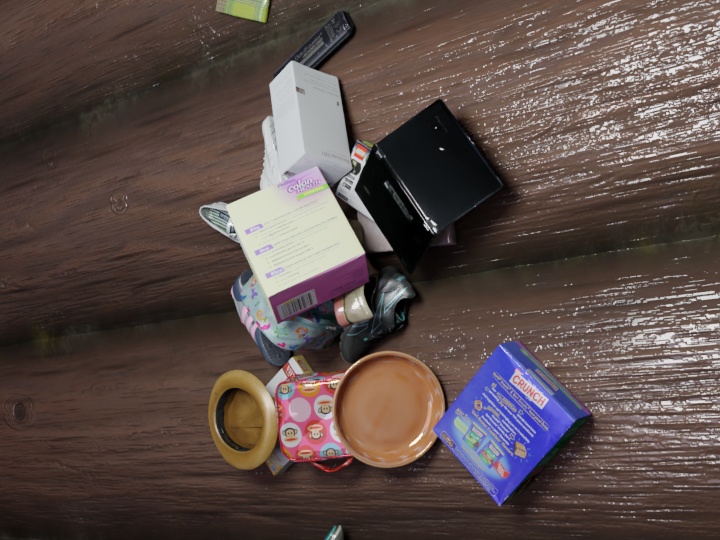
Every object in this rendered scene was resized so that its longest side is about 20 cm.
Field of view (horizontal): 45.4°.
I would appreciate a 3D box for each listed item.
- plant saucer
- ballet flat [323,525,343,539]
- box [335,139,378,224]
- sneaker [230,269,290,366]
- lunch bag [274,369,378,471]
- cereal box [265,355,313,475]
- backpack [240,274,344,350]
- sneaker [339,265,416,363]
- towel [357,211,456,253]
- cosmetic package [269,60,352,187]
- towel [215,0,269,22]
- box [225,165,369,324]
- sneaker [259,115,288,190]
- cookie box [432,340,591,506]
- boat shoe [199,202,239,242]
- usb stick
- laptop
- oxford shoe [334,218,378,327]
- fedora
[{"bbox_3d":[0.048,0.239,1.498,0.197,0.037,0.204,0,93,-5],"label":"plant saucer"},{"bbox_3d":[-0.071,0.563,1.647,0.070,0.069,0.201,49,122,22],"label":"ballet flat"},{"bbox_3d":[0.053,-0.132,1.488,0.199,0.035,0.111,37,114,29],"label":"box"},{"bbox_3d":[-0.200,0.104,1.709,0.082,0.069,0.202,-38,68,48],"label":"sneaker"},{"bbox_3d":[-0.052,0.275,1.562,0.197,0.082,0.179,-6,91,10],"label":"lunch bag"},{"bbox_3d":[-0.142,0.284,1.685,0.200,0.039,0.144,-49,67,27],"label":"cereal box"},{"bbox_3d":[-0.111,0.054,1.552,0.151,0.199,0.178,-49,66,27],"label":"backpack"},{"bbox_3d":[0.029,0.092,1.533,0.079,0.075,0.202,38,114,24],"label":"sneaker"},{"bbox_3d":[0.077,-0.132,1.511,0.198,0.032,0.194,-4,92,36],"label":"towel"},{"bbox_3d":[-0.090,-0.258,1.534,0.081,0.112,0.203,-36,56,41],"label":"cosmetic package"},{"bbox_3d":[-0.215,-0.600,1.692,0.142,0.023,0.203,22,106,31],"label":"towel"},{"bbox_3d":[-0.106,-0.044,1.448,0.174,0.097,0.201,-24,61,-9],"label":"box"},{"bbox_3d":[-0.164,-0.194,1.651,0.099,0.077,0.203,-20,80,37],"label":"sneaker"},{"bbox_3d":[0.242,0.245,1.392,0.171,0.075,0.201,47,117,24],"label":"cookie box"},{"bbox_3d":[-0.241,-0.083,1.715,0.198,0.066,0.075,19,104,32],"label":"boat shoe"},{"bbox_3d":[-0.090,-0.405,1.611,0.199,0.032,0.056,-36,66,31],"label":"usb stick"},{"bbox_3d":[0.105,-0.136,1.422,0.188,0.115,0.201,58,150,19],"label":"laptop"},{"bbox_3d":[0.000,0.000,1.504,0.074,0.070,0.203,-10,66,23],"label":"oxford shoe"},{"bbox_3d":[-0.210,0.283,1.660,0.199,0.081,0.204,1,92,41],"label":"fedora"}]
